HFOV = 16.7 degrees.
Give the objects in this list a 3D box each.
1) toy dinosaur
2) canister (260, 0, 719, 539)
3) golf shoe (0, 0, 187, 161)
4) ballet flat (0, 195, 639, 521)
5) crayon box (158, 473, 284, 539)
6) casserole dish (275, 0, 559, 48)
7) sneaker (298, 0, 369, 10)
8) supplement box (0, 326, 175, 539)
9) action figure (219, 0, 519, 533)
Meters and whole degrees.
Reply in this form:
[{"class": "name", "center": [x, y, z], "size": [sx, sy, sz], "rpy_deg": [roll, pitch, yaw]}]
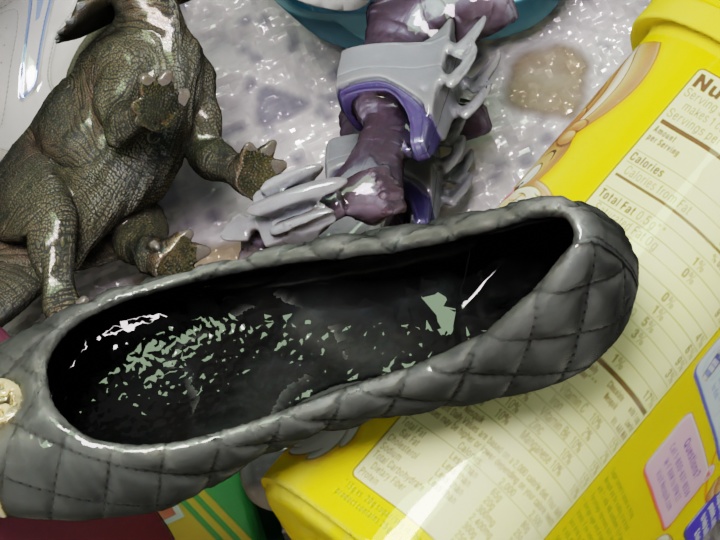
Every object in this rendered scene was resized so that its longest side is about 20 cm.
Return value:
[{"class": "toy dinosaur", "center": [-0.088, -0.033, 0.828], "size": [0.102, 0.077, 0.201], "rpy_deg": [41, 111, 55]}, {"class": "canister", "center": [0.073, 0.029, 0.713], "size": [0.086, 0.149, 0.200], "rpy_deg": [33, 74, 30]}, {"class": "golf shoe", "center": [-0.102, -0.119, 0.915], "size": [0.097, 0.078, 0.201], "rpy_deg": [22, 69, 5]}, {"class": "ballet flat", "center": [-0.027, 0.016, 0.632], "size": [0.199, 0.057, 0.067], "rpy_deg": [-16, 59, 9]}, {"class": "crayon box", "center": [-0.119, 0.120, 0.762], "size": [0.199, 0.058, 0.173], "rpy_deg": [-18, 55, 4]}, {"class": "casserole dish", "center": [0.029, -0.155, 0.907], "size": [0.120, 0.039, 0.201], "rpy_deg": [-4, 57, 14]}, {"class": "sneaker", "center": [-0.007, -0.193, 0.821], "size": [0.073, 0.118, 0.202], "rpy_deg": [9, 58, -24]}, {"class": "supplement box", "center": [-0.165, 0.043, 0.735], "size": [0.110, 0.086, 0.200], "rpy_deg": [-43, 58, -14]}, {"class": "action figure", "center": [0.000, 0.000, 0.769], "size": [0.069, 0.131, 0.201], "rpy_deg": [5, 48, 15]}]
